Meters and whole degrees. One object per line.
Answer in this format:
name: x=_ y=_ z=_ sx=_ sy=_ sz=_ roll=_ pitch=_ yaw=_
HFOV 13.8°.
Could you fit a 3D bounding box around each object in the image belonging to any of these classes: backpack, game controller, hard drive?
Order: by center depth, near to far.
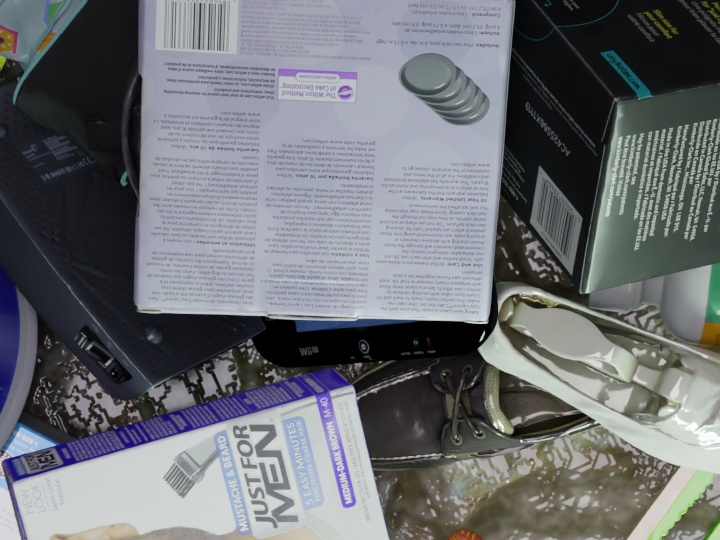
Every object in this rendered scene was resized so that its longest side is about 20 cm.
backpack: x=-0.112 y=-0.159 z=1.657 sx=0.153 sy=0.200 sz=0.176 roll=37 pitch=109 yaw=3
game controller: x=0.000 y=0.000 z=1.679 sx=0.200 sy=0.042 sz=0.105 roll=-6 pitch=88 yaw=47
hard drive: x=-0.154 y=-0.020 z=1.700 sx=0.042 sy=0.135 sz=0.200 roll=-43 pitch=81 yaw=33

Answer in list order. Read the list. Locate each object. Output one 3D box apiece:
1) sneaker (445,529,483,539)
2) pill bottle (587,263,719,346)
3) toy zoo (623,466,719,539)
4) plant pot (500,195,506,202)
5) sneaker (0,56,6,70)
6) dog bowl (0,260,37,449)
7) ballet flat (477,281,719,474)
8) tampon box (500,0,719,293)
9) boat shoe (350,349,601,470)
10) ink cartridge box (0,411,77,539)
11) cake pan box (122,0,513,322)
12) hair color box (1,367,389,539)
sneaker: x=0.033 y=0.247 z=1.718 sx=0.077 sy=0.073 sz=0.201 roll=12 pitch=88 yaw=13
pill bottle: x=0.232 y=-0.010 z=1.682 sx=0.199 sy=0.113 sz=0.113 roll=7 pitch=91 yaw=4
toy zoo: x=0.264 y=0.176 z=1.726 sx=0.200 sy=0.020 sz=0.131 roll=37 pitch=92 yaw=3
plant pot: x=0.106 y=-0.144 z=1.679 sx=0.201 sy=0.201 sz=0.093 roll=-40 pitch=46 yaw=3
sneaker: x=-0.286 y=-0.113 z=1.740 sx=0.199 sy=0.084 sz=0.074 roll=-20 pitch=119 yaw=19
dog bowl: x=-0.290 y=0.040 z=1.697 sx=0.199 sy=0.079 sz=0.201 roll=-6 pitch=76 yaw=23
ballet flat: x=0.153 y=0.060 z=1.649 sx=0.199 sy=0.069 sz=0.070 roll=23 pitch=92 yaw=5
tampon box: x=0.178 y=-0.096 z=1.588 sx=0.199 sy=0.150 sz=0.127 roll=-11 pitch=131 yaw=-23
boat shoe: x=0.075 y=0.070 z=1.715 sx=0.199 sy=0.065 sz=0.073 roll=-15 pitch=89 yaw=3
ink cartridge box: x=-0.209 y=0.191 z=1.732 sx=0.116 sy=0.068 sz=0.200 roll=27 pitch=91 yaw=2
cake pan box: x=-0.025 y=-0.067 z=1.539 sx=0.199 sy=0.052 sz=0.185 roll=1 pitch=112 yaw=-1
hair color box: x=-0.091 y=0.136 z=1.671 sx=0.199 sy=0.065 sz=0.110 roll=-16 pitch=102 yaw=-9
